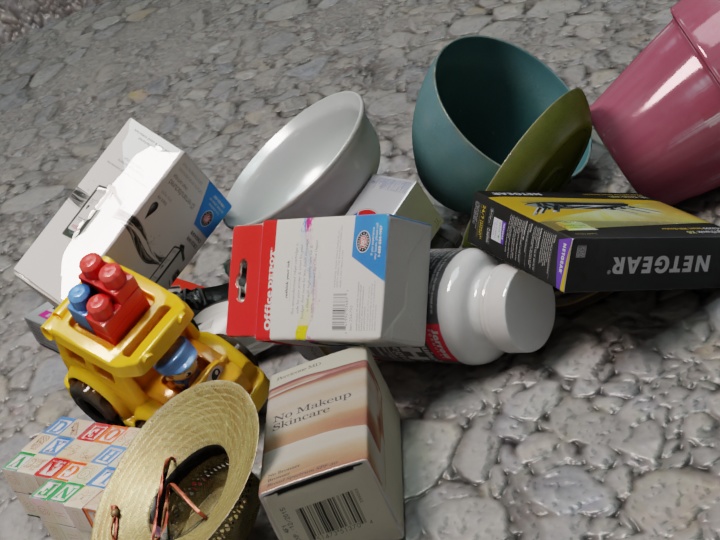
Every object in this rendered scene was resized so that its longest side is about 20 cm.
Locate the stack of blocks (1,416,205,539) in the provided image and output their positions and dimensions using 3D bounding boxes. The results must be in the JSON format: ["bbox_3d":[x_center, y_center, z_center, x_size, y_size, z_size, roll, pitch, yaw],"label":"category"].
[{"bbox_3d":[-0.255,0.204,1.627,0.200,0.059,0.115,3,35,45],"label":"stack of blocks"}]

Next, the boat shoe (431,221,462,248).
[{"bbox_3d":[0.049,-0.050,1.861,0.063,0.073,0.200,-47,34,-1],"label":"boat shoe"}]

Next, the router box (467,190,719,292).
[{"bbox_3d":[0.224,-0.029,1.572,0.199,0.052,0.157,-1,18,-31],"label":"router box"}]

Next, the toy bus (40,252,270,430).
[{"bbox_3d":[-0.205,0.071,1.644,0.200,0.192,0.136,26,63,29],"label":"toy bus"}]

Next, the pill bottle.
[{"bbox_3d":[0.081,0.034,1.621,0.200,0.111,0.111,0,32,42],"label":"pill bottle"}]

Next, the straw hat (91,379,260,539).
[{"bbox_3d":[-0.135,0.202,1.483,0.201,0.085,0.201,-30,39,27],"label":"straw hat"}]

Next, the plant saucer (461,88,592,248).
[{"bbox_3d":[0.172,-0.088,1.686,0.031,0.200,0.200,36,50,14],"label":"plant saucer"}]

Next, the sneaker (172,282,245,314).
[{"bbox_3d":[-0.216,0.036,1.879,0.200,0.116,0.075,-30,24,-15],"label":"sneaker"}]

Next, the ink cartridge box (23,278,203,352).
[{"bbox_3d":[-0.280,0.042,2.016,0.173,0.044,0.200,-36,26,-24],"label":"ink cartridge box"}]

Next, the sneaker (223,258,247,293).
[{"bbox_3d":[-0.107,-0.003,1.863,0.088,0.076,0.200,3,9,-13],"label":"sneaker"}]

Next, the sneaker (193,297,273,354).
[{"bbox_3d":[-0.171,0.104,1.778,0.200,0.076,0.116,-17,37,19],"label":"sneaker"}]

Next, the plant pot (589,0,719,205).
[{"bbox_3d":[0.337,-0.160,1.729,0.179,0.200,0.200,-35,21,14],"label":"plant pot"}]

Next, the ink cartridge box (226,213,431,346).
[{"bbox_3d":[-0.033,0.012,1.605,0.200,0.117,0.067,-1,-8,41],"label":"ink cartridge box"}]

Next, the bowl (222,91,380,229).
[{"bbox_3d":[-0.047,-0.091,1.836,0.201,0.090,0.201,-36,24,19],"label":"bowl"}]

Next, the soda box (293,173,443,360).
[{"bbox_3d":[0.000,0.000,1.741,0.064,0.068,0.200,13,61,43],"label":"soda box"}]

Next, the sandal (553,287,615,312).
[{"bbox_3d":[0.186,-0.005,1.678,0.082,0.055,0.200,-36,26,-27],"label":"sandal"}]

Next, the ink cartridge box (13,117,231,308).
[{"bbox_3d":[-0.244,-0.034,1.773,0.084,0.146,0.200,32,82,25],"label":"ink cartridge box"}]

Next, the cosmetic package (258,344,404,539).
[{"bbox_3d":[-0.024,0.158,1.482,0.103,0.087,0.200,-21,23,8],"label":"cosmetic package"}]

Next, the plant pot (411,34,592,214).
[{"bbox_3d":[0.134,-0.139,1.883,0.135,0.200,0.200,-50,0,44],"label":"plant pot"}]
